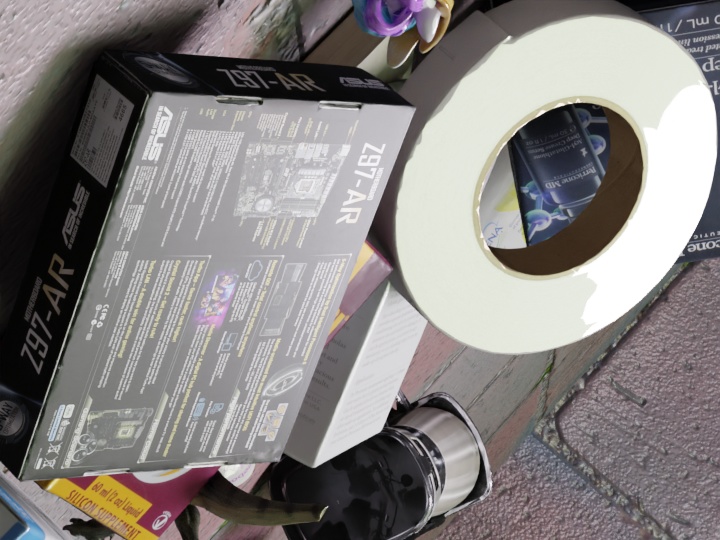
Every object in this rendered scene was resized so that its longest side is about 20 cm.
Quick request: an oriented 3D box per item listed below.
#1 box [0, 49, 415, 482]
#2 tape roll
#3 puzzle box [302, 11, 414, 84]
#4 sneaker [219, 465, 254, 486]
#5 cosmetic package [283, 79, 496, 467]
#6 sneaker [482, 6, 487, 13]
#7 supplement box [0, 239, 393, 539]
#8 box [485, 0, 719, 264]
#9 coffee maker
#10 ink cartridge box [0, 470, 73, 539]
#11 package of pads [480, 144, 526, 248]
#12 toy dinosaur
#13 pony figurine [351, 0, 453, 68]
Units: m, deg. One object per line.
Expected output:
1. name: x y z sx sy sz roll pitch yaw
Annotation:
1. box: -0.076 -0.001 1.166 0.160 0.044 0.200 -1 121 -43
2. tape roll: 0.098 -0.051 1.344 0.203 0.037 0.203 -14 123 -23
3. puzzle box: -0.023 -0.074 1.436 0.133 0.025 0.200 -45 168 -16
4. sneaker: -0.092 0.069 1.458 0.075 0.100 0.200 -40 166 -16
5. cosmetic package: 0.000 0.000 1.412 0.101 0.071 0.200 -20 135 -66
6. sneaker: 0.141 -0.190 1.563 0.200 0.075 0.078 -54 165 15
7. supplement box: -0.093 0.030 1.285 0.200 0.086 0.110 -49 147 -2
8. box: 0.155 -0.105 1.454 0.148 0.107 0.200 -10 134 4
9. coffee maker: 0.003 0.198 2.159 0.192 0.135 0.200 -50 168 15
10. ink cartridge box: -0.228 0.169 1.308 0.145 0.084 0.200 -48 169 -6
11. package of pads: 0.137 -0.101 1.686 0.200 0.068 0.155 -54 -160 21
12. toy dinosaur: -0.107 0.116 1.347 0.047 0.200 0.088 8 109 -51
13. pony figurine: 0.057 -0.191 1.107 0.200 0.167 0.193 -64 177 -4
